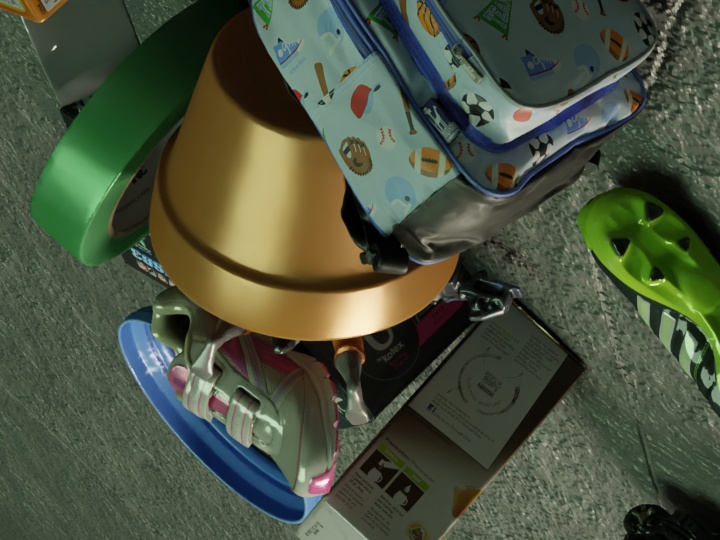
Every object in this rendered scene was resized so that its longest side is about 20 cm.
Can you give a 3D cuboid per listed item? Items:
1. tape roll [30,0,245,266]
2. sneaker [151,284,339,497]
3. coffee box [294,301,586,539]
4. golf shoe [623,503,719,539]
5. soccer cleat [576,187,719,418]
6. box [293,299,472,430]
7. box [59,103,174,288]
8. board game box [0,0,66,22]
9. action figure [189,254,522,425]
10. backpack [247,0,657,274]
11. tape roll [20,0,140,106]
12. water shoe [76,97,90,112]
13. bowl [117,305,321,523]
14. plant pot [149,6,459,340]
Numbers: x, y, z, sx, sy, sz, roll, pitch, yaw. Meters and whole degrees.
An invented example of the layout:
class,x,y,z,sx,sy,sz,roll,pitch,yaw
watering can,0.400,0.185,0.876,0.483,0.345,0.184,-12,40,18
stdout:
class,x,y,z,sx,sy,sz,roll,pitch,yaw
tape roll,-0.135,-0.093,1.577,0.048,0.200,0.200,40,159,8
sneaker,-0.081,0.079,1.588,0.200,0.088,0.081,54,147,38
coffee box,0.055,0.125,1.638,0.080,0.200,0.114,42,160,2
golf shoe,0.270,0.225,1.633,0.200,0.078,0.094,28,171,40
soccer cleat,0.203,0.028,1.392,0.200,0.068,0.081,49,176,-10
box,-0.020,0.044,1.732,0.106,0.122,0.200,49,159,-8
box,-0.135,-0.040,1.892,0.200,0.050,0.199,30,156,33
board game box,-0.212,-0.296,1.337,0.200,0.200,0.200,23,151,44
action figure,0.000,0.000,1.548,0.200,0.194,0.105,10,150,16
backpack,0.043,-0.122,1.230,0.191,0.200,0.154,48,129,10
tape roll,-0.205,-0.212,1.554,0.200,0.066,0.201,157,90,-86
water shoe,-0.152,-0.111,1.758,0.200,0.072,0.079,26,151,39
bowl,-0.098,0.101,1.754,0.201,0.039,0.201,39,158,20
plant pot,-0.030,-0.075,1.458,0.200,0.200,0.140,34,141,25
